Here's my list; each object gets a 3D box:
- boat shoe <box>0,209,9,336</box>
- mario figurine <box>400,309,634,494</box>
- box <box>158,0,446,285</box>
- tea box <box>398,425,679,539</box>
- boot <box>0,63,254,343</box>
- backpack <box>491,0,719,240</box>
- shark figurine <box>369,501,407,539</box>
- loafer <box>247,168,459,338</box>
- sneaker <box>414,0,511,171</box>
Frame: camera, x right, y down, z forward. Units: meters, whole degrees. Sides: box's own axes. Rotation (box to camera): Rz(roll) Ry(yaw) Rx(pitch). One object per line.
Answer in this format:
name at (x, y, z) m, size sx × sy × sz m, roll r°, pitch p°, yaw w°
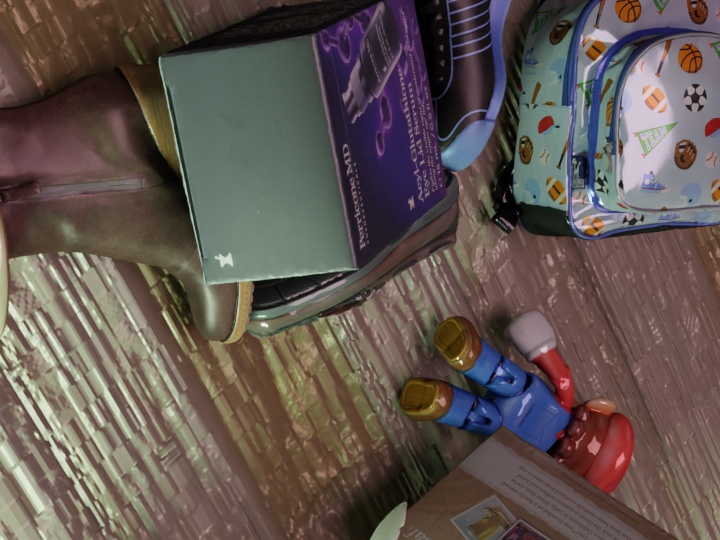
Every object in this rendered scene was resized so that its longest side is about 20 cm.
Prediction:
boat shoe at (-0.257, -0.050, 1.209) m, size 0.065 × 0.072 × 0.200 m, roll -17°, pitch 106°, yaw -25°
mario figurine at (0.119, 0.110, 1.537) m, size 0.200 × 0.123 × 0.106 m, roll 31°, pitch 36°, yaw -29°
box at (-0.031, -0.088, 1.290) m, size 0.200 × 0.104 × 0.148 m, roll -43°, pitch 124°, yaw -65°
tea box at (0.137, 0.255, 1.449) m, size 0.134 × 0.200 × 0.197 m, roll -39°, pitch 143°, yaw -26°
boot at (-0.160, -0.029, 1.302) m, size 0.166 × 0.072 × 0.200 m, roll -17°, pitch 112°, yaw -20°
backpack at (0.203, -0.122, 1.505) m, size 0.200 × 0.154 × 0.191 m, roll -6°, pitch 91°, yaw -34°
shark figurine at (-0.026, 0.230, 1.417) m, size 0.128 × 0.215 × 0.090 m, roll -5°, pitch 61°, yaw -9°
loafer at (0.000, 0.000, 1.416) m, size 0.200 × 0.072 × 0.063 m, roll -35°, pitch 127°, yaw -31°
sneaker at (0.061, -0.173, 1.434) m, size 0.078 × 0.070 × 0.200 m, roll 15°, pitch 83°, yaw -35°
